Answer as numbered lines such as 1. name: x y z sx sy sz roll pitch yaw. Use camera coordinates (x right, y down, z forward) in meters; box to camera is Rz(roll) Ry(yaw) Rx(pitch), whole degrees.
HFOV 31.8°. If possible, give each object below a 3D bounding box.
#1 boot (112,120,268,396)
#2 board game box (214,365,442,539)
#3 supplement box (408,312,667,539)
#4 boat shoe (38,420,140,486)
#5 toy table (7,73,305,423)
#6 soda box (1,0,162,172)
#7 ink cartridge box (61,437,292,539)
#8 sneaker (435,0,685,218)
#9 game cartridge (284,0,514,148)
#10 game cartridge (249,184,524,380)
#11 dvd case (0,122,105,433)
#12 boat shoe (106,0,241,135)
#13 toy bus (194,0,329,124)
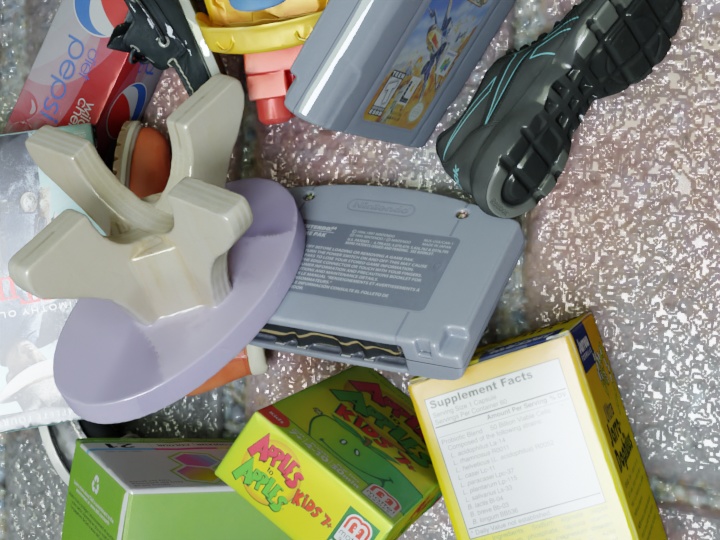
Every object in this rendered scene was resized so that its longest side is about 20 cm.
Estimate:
1. boot: -0.121 -0.012 0.900 0.106 0.075 0.203 -10 85 -1
2. board game box: -0.002 0.119 0.793 0.101 0.200 0.048 37 104 12
3. supplement box: 0.121 0.142 0.803 0.108 0.109 0.202 -18 89 18
4. boat shoe: -0.174 0.154 0.920 0.060 0.074 0.202 -24 87 16
5. toy table: -0.124 -0.018 0.775 0.182 0.201 0.118 10 140 28
6. soda box: -0.181 -0.158 0.905 0.070 0.063 0.202 30 102 14
7. ink cartridge box: -0.085 0.172 0.807 0.199 0.146 0.077 18 101 56
8. sneaker: 0.123 -0.130 0.800 0.200 0.075 0.079 -49 43 -1
9. game cartridge: 0.032 -0.142 0.763 0.041 0.200 0.134 40 105 16
10. game cartridge: 0.000 0.000 0.822 0.198 0.134 0.041 9 142 28
11. dvd case: -0.239 0.008 0.866 0.144 0.022 0.203 -8 97 -11
12. boat shoe: -0.140 -0.169 0.823 0.066 0.075 0.201 -24 116 -1
13. toy bus: -0.058 -0.189 0.793 0.134 0.200 0.195 -4 99 9
